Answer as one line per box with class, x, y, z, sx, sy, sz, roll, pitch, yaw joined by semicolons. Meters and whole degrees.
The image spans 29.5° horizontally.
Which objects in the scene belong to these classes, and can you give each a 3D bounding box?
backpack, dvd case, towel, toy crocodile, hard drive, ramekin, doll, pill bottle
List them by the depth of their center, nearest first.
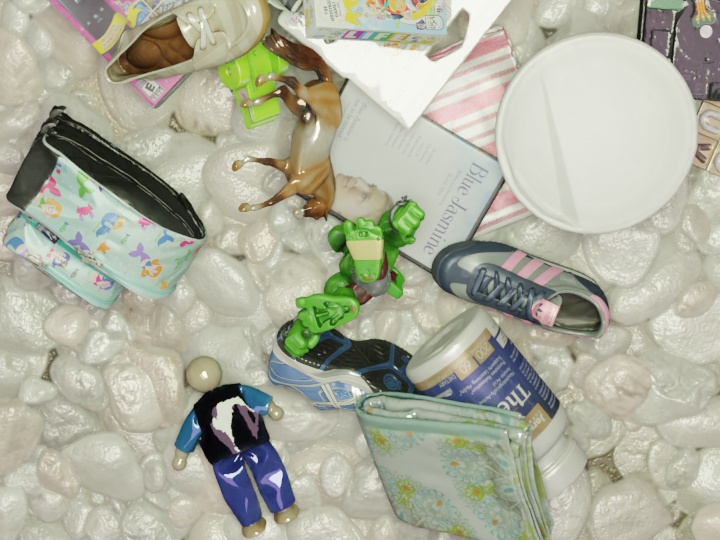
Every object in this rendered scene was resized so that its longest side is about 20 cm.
toy crocodile;-0.124;-0.242;1.367;0.067;0.061;0.202;-30;114;-35
ramekin;0.234;-0.144;1.389;0.199;0.094;0.205;1;104;3
backpack;-0.259;-0.051;1.395;0.198;0.178;0.152;28;101;-14
towel;0.099;0.210;1.422;0.198;0.048;0.173;6;129;33
hard drive;0.360;-0.279;1.426;0.138;0.038;0.203;4;97;4
dvd case;0.041;-0.097;1.448;0.198;0.018;0.144;30;107;0
pill bottle;0.148;0.148;1.454;0.111;0.111;0.201;-39;96;5
towel;0.124;-0.141;1.455;0.145;0.030;0.202;-23;98;4
doll;-0.141;0.189;1.491;0.135;0.048;0.202;-22;98;2

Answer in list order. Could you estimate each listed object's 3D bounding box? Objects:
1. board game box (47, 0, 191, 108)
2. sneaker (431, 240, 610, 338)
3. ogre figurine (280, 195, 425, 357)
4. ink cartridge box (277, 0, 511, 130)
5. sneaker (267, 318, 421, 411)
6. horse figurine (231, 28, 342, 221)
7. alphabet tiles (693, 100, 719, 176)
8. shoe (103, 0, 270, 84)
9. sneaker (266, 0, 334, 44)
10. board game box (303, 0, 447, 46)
board game box;-0.233;-0.291;1.417;0.148;0.064;0.200;-44;96;5
sneaker;0.173;0.022;1.434;0.197;0.082;0.071;12;112;-12
ogre figurine;0.000;0.000;1.409;0.097;0.120;0.202;23;107;7
ink cartridge box;0.043;-0.274;1.376;0.176;0.045;0.201;39;99;-3
sneaker;-0.008;0.116;1.479;0.198;0.076;0.077;24;134;-11
horse figurine;-0.064;-0.138;1.378;0.131;0.050;0.203;-6;112;-37
alphabet tiles;0.423;-0.194;1.459;0.165;0.008;0.202;22;97;-3
shoe;-0.170;-0.220;1.320;0.198;0.053;0.071;-14;108;37
sneaker;-0.082;-0.304;1.316;0.199;0.076;0.081;36;89;0
board game box;0.008;-0.316;1.287;0.133;0.034;0.203;-1;80;-21
